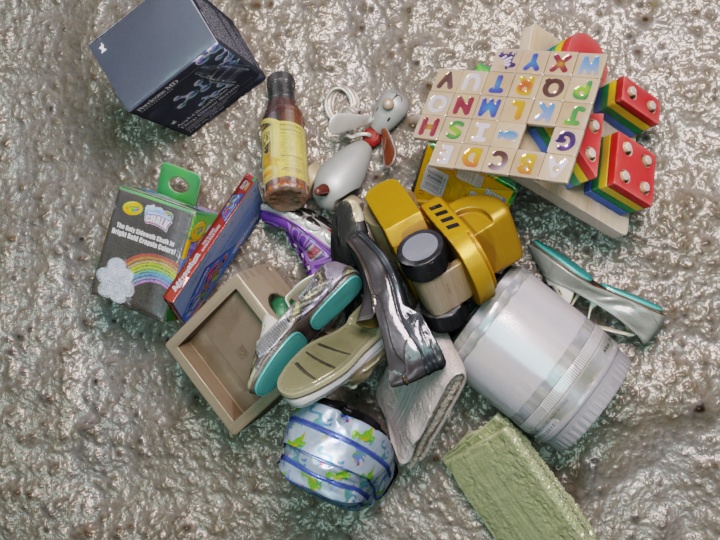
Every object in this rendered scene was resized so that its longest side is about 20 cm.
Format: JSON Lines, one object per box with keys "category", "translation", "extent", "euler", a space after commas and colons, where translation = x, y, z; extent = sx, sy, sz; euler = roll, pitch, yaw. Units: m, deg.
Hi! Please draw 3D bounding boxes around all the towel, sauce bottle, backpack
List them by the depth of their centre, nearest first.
{"category": "backpack", "translation": [-0.031, 0.233, 1.072], "extent": [0.161, 0.201, 0.155], "euler": [28, 59, 9]}
{"category": "towel", "translation": [0.071, 0.147, 1.073], "extent": [0.034, 0.134, 0.202], "euler": [2, 132, -23]}
{"category": "towel", "translation": [0.204, 0.292, 1.093], "extent": [0.201, 0.036, 0.149], "euler": [52, 136, 9]}
{"category": "sauce bottle", "translation": [-0.105, -0.179, 1.144], "extent": [0.065, 0.066, 0.203], "euler": [-13, 60, 11]}

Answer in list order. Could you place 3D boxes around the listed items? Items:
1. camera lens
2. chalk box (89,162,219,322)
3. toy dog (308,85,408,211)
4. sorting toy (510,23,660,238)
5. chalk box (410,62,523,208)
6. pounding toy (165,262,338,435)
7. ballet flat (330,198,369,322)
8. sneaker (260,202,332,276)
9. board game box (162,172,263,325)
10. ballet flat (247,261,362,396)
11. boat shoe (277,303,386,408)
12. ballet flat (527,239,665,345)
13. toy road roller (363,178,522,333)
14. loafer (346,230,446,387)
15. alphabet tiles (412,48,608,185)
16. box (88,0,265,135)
{"category": "camera lens", "translation": [0.215, 0.106, 1.058], "extent": [0.199, 0.160, 0.161], "euler": [39, 97, 9]}
{"category": "chalk box", "translation": [-0.273, -0.045, 1.181], "extent": [0.123, 0.124, 0.203], "euler": [19, 93, 12]}
{"category": "toy dog", "translation": [-0.014, -0.157, 1.138], "extent": [0.130, 0.096, 0.204], "euler": [15, 93, 11]}
{"category": "sorting toy", "translation": [0.274, -0.173, 1.003], "extent": [0.197, 0.069, 0.203], "euler": [24, 66, -27]}
{"category": "chalk box", "translation": [0.166, -0.162, 1.068], "extent": [0.123, 0.125, 0.201], "euler": [29, 61, 8]}
{"category": "pounding toy", "translation": [-0.118, 0.098, 1.155], "extent": [0.200, 0.142, 0.185], "euler": [-42, 83, 21]}
{"category": "ballet flat", "translation": [0.000, 0.000, 1.107], "extent": [0.056, 0.066, 0.203], "euler": [-22, 116, -29]}
{"category": "sneaker", "translation": [-0.063, -0.026, 1.161], "extent": [0.199, 0.081, 0.084], "euler": [36, 103, 9]}
{"category": "board game box", "translation": [-0.194, -0.027, 1.137], "extent": [0.019, 0.103, 0.202], "euler": [28, 72, 11]}
{"category": "ballet flat", "translation": [-0.082, 0.066, 1.049], "extent": [0.072, 0.072, 0.201], "euler": [40, 76, 8]}
{"category": "boat shoe", "translation": [-0.016, 0.111, 1.037], "extent": [0.074, 0.199, 0.069], "euler": [25, 139, 41]}
{"category": "ballet flat", "translation": [0.295, 0.033, 1.091], "extent": [0.198, 0.067, 0.064], "euler": [30, 103, 10]}
{"category": "toy road roller", "translation": [0.104, -0.037, 1.016], "extent": [0.144, 0.124, 0.201], "euler": [-30, 40, -3]}
{"category": "loafer", "translation": [0.025, 0.042, 0.996], "extent": [0.072, 0.073, 0.202], "euler": [-29, 63, -1]}
{"category": "alphabet tiles", "translation": [0.162, -0.182, 0.952], "extent": [0.197, 0.008, 0.169], "euler": [11, 69, 29]}
{"category": "box", "translation": [-0.238, -0.281, 1.132], "extent": [0.147, 0.200, 0.108], "euler": [-34, 83, 10]}
